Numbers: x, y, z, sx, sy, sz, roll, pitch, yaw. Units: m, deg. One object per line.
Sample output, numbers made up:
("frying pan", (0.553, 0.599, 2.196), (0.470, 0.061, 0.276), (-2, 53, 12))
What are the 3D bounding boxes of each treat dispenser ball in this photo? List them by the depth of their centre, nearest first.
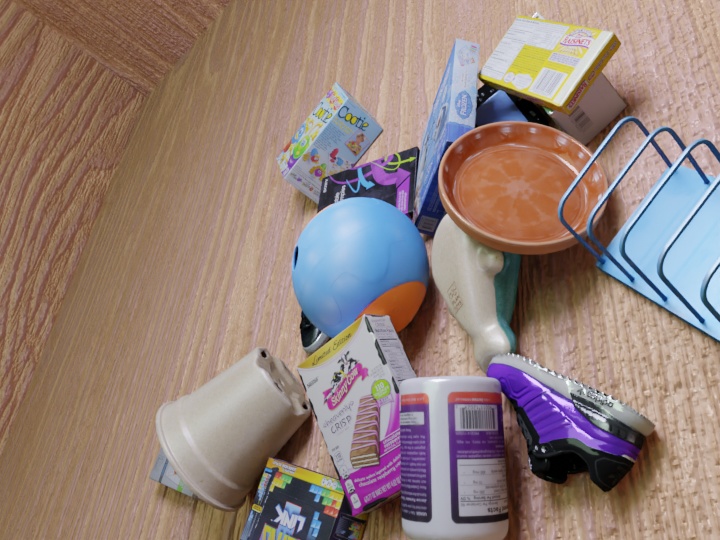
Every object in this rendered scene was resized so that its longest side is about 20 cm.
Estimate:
("treat dispenser ball", (0.000, 0.000, 0.919), (0.199, 0.199, 0.205), (-33, 39, 32))

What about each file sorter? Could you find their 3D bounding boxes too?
("file sorter", (0.307, -0.045, 0.614), (0.140, 0.122, 0.200), (-52, 32, 6))

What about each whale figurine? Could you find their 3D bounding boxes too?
("whale figurine", (0.158, 0.018, 0.800), (0.160, 0.101, 0.205), (113, 147, -58))

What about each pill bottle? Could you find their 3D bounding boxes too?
("pill bottle", (0.095, 0.216, 0.666), (0.110, 0.110, 0.206), (-14, 70, 46))

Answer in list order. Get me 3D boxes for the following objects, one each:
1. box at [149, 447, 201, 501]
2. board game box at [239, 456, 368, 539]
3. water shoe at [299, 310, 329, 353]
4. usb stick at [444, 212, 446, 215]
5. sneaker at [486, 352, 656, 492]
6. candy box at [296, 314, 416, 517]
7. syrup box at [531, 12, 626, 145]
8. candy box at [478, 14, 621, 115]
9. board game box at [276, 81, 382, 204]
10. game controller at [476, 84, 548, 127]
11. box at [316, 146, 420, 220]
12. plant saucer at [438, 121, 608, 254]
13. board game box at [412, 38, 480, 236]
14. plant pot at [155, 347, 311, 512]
("box", (-0.314, 0.333, 1.218), (0.197, 0.041, 0.160), (-6, 59, 50))
("board game box", (-0.085, 0.356, 0.873), (0.197, 0.056, 0.169), (-7, 57, 51))
("water shoe", (-0.087, 0.043, 1.114), (0.071, 0.078, 0.204), (-27, 44, 39))
("usb stick", (0.146, -0.094, 0.955), (0.055, 0.032, 0.205), (-37, 36, 52))
("sneaker", (0.187, 0.155, 0.658), (0.199, 0.069, 0.101), (19, 81, 58))
("candy box", (0.013, 0.177, 0.808), (0.136, 0.060, 0.204), (-38, 64, 28))
("syrup box", (0.270, -0.264, 0.887), (0.081, 0.078, 0.202), (-43, 35, 21))
("candy box", (0.234, -0.271, 0.842), (0.103, 0.026, 0.200), (-52, 33, 8))
("board game box", (-0.065, -0.255, 1.311), (0.201, 0.104, 0.104), (-48, 33, 14))
("game controller", (0.208, -0.223, 0.971), (0.104, 0.042, 0.202), (-43, 36, 22))
("box", (0.013, -0.123, 1.111), (0.196, 0.036, 0.146), (-16, 50, 28))
("plant saucer", (0.189, -0.098, 0.767), (0.194, 0.033, 0.204), (-1, 52, 1))
("board game box", (0.125, -0.193, 0.964), (0.202, 0.042, 0.203), (107, 174, -57))
("plant pot", (-0.183, 0.229, 1.009), (0.183, 0.201, 0.201), (-41, 34, 4))
